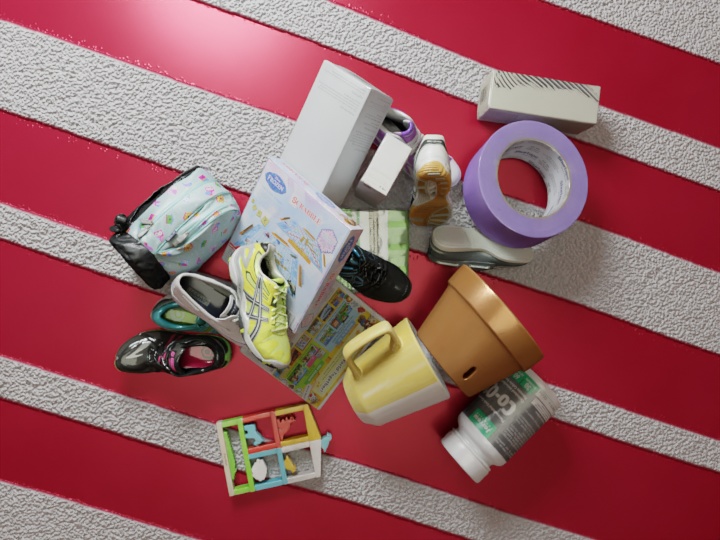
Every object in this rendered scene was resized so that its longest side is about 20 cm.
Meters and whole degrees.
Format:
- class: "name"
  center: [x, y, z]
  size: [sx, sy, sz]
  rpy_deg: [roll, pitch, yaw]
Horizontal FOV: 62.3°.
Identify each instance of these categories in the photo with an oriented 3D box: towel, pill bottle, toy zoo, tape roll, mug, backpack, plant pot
- class: "towel"
  center: [-0.010, -0.035, 1.063]
  size: [0.195, 0.031, 0.153]
  rpy_deg: [0, 94, -6]
- class: "pill bottle"
  center: [0.242, 0.264, 1.041]
  size: [0.200, 0.113, 0.113]
  rpy_deg: [-44, 94, -3]
- class: "toy zoo"
  center: [-0.148, 0.314, 1.060]
  size: [0.195, 0.020, 0.135]
  rpy_deg: [-11, 92, -4]
- class: "tape roll"
  center: [0.283, -0.146, 1.030]
  size: [0.195, 0.085, 0.205]
  rpy_deg: [2, 79, -8]
- class: "mug"
  center: [0.044, 0.170, 1.015]
  size: [0.151, 0.150, 0.189]
  rpy_deg: [-30, 100, 6]
- class: "backpack"
  center: [-0.296, -0.069, 0.980]
  size: [0.127, 0.167, 0.200]
  rpy_deg: [45, 73, 1]
- class: "plant pot"
  center: [0.188, 0.113, 0.997]
  size: [0.140, 0.200, 0.201]
  rpy_deg: [-42, 94, 3]

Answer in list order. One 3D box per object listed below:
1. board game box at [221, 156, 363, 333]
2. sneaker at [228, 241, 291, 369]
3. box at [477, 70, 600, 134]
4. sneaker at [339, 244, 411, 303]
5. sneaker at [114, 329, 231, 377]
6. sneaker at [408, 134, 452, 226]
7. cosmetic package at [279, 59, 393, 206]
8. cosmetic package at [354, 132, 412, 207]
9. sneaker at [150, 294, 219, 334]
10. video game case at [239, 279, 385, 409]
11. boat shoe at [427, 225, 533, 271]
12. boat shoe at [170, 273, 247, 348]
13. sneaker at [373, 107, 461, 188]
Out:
- class: "board game box"
  center: [-0.117, -0.042, 0.965]
  size: [0.199, 0.041, 0.202]
  rpy_deg: [42, 114, 23]
- class: "sneaker"
  center: [-0.146, 0.052, 0.924]
  size: [0.075, 0.075, 0.204]
  rpy_deg: [-22, 84, 31]
- class: "box"
  center: [0.312, -0.295, 1.051]
  size: [0.195, 0.082, 0.070]
  rpy_deg: [7, 90, -6]
- class: "sneaker"
  center: [0.000, 0.000, 1.009]
  size: [0.197, 0.082, 0.074]
  rpy_deg: [26, 90, -8]
- class: "sneaker"
  center: [-0.320, 0.141, 1.012]
  size: [0.195, 0.084, 0.079]
  rpy_deg: [-4, 91, -4]
- class: "sneaker"
  center: [0.122, -0.147, 0.995]
  size: [0.074, 0.201, 0.090]
  rpy_deg: [3, 66, 1]
- class: "cosmetic package"
  center: [-0.046, -0.221, 0.980]
  size: [0.112, 0.081, 0.203]
  rpy_deg: [38, 111, 25]
- class: "cosmetic package"
  center: [0.034, -0.157, 0.973]
  size: [0.050, 0.200, 0.084]
  rpy_deg: [28, 90, -3]
- class: "sneaker"
  center: [-0.255, 0.079, 1.014]
  size: [0.195, 0.080, 0.080]
  rpy_deg: [-2, 93, -13]
- class: "video game case"
  center: [-0.081, 0.113, 1.042]
  size: [0.181, 0.023, 0.201]
  rpy_deg: [39, 90, -15]
- class: "boat shoe"
  center: [0.212, -0.034, 1.069]
  size: [0.195, 0.062, 0.074]
  rpy_deg: [7, 49, -14]
- class: "boat shoe"
  center: [-0.212, 0.068, 0.955]
  size: [0.197, 0.065, 0.075]
  rpy_deg: [27, 70, -15]
- class: "sneaker"
  center: [0.095, -0.207, 1.021]
  size: [0.198, 0.114, 0.074]
  rpy_deg: [32, 88, -6]
